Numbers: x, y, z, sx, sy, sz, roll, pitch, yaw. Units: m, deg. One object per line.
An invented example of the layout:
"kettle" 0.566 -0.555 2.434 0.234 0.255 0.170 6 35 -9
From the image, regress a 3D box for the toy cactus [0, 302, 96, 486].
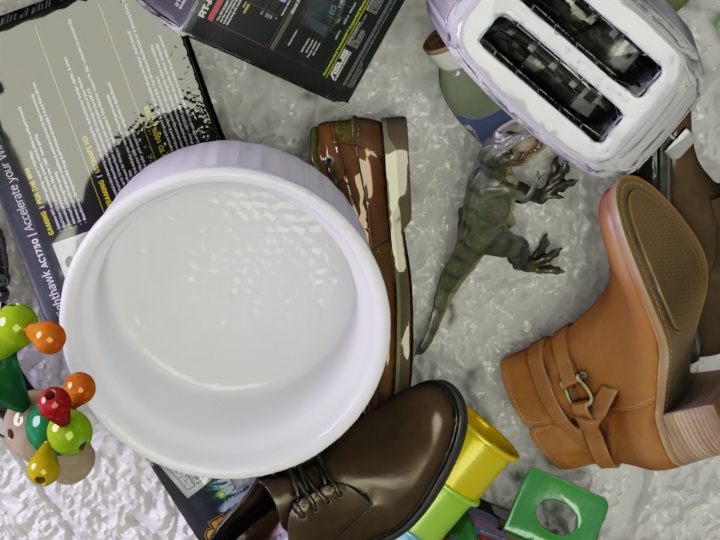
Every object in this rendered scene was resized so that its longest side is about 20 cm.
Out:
"toy cactus" -0.214 0.082 1.636 0.103 0.199 0.165 -56 139 -20

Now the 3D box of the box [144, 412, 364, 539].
"box" -0.058 0.127 1.790 0.136 0.040 0.201 -31 105 3

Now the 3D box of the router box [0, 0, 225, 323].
"router box" -0.162 -0.078 1.725 0.148 0.051 0.201 -19 104 1

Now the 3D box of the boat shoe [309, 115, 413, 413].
"boat shoe" 0.000 0.000 1.757 0.068 0.072 0.201 -2 94 0

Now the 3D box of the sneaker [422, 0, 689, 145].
"sneaker" 0.146 -0.143 1.738 0.199 0.067 0.090 -21 111 1

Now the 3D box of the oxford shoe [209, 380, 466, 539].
"oxford shoe" -0.016 0.140 1.703 0.200 0.073 0.084 -43 148 15

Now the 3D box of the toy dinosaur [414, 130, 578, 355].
"toy dinosaur" 0.094 -0.028 1.755 0.088 0.048 0.201 -10 138 -30

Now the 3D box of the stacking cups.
"stacking cups" 0.018 0.177 1.758 0.060 0.061 0.200 38 97 -13

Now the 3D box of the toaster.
"toaster" 0.120 -0.143 1.634 0.200 0.129 0.114 40 100 -12

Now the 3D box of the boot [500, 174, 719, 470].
"boot" 0.157 0.041 1.750 0.155 0.077 0.201 -11 116 40

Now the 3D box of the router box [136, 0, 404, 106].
"router box" -0.028 -0.218 1.666 0.149 0.062 0.201 22 101 -45

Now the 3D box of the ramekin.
"ramekin" -0.081 0.017 1.672 0.199 0.098 0.202 0 112 0

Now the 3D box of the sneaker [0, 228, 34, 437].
"sneaker" -0.253 0.014 1.725 0.086 0.080 0.200 -35 105 2

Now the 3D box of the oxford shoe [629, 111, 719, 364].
"oxford shoe" 0.220 -0.039 1.767 0.084 0.073 0.201 -15 116 -5

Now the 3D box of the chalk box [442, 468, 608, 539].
"chalk box" 0.096 0.232 1.787 0.124 0.124 0.201 24 100 -11
